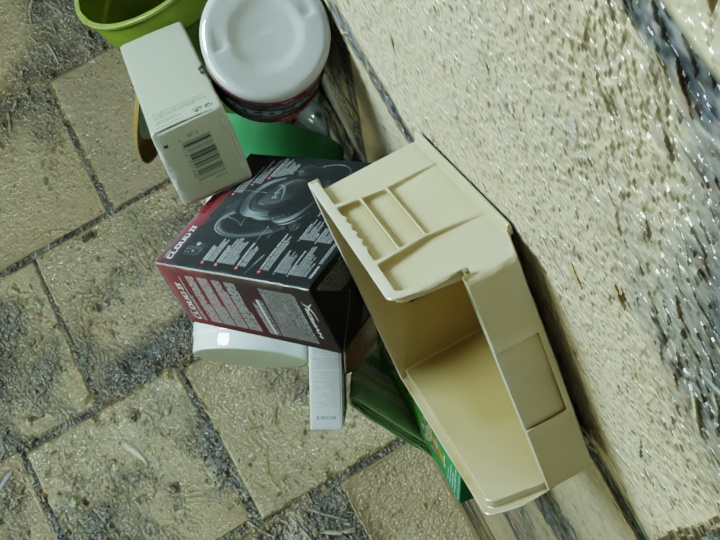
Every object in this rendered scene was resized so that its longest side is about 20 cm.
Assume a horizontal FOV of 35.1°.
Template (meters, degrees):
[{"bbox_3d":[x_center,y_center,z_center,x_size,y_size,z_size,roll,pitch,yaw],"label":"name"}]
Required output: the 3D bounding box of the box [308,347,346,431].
[{"bbox_3d":[-0.033,0.050,1.151,0.144,0.036,0.203,-72,-18,-87],"label":"box"}]

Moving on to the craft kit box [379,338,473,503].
[{"bbox_3d":[0.075,0.093,1.120,0.201,0.048,0.199,88,161,-49],"label":"craft kit box"}]

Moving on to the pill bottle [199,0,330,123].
[{"bbox_3d":[-0.087,-0.198,1.053,0.115,0.113,0.200,62,176,-2],"label":"pill bottle"}]

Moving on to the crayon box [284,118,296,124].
[{"bbox_3d":[-0.124,-0.199,1.447,0.051,0.127,0.201,13,148,26],"label":"crayon box"}]

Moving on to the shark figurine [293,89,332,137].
[{"bbox_3d":[-0.092,-0.195,1.355,0.129,0.089,0.214,63,174,-2],"label":"shark figurine"}]

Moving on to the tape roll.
[{"bbox_3d":[-0.119,-0.131,1.306,0.200,0.198,0.049,99,180,-83],"label":"tape roll"}]

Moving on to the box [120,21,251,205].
[{"bbox_3d":[-0.163,-0.148,1.045,0.201,0.068,0.083,-119,6,-51],"label":"box"}]

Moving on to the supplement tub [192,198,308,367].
[{"bbox_3d":[-0.110,-0.004,1.236,0.132,0.130,0.203,77,-164,-76],"label":"supplement tub"}]

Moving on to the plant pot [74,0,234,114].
[{"bbox_3d":[-0.167,-0.269,1.219,0.193,0.200,0.201,50,-174,-44],"label":"plant pot"}]

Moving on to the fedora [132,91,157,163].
[{"bbox_3d":[-0.221,-0.224,1.408,0.201,0.081,0.203,13,-90,-89],"label":"fedora"}]

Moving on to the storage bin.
[{"bbox_3d":[0.066,0.036,0.809,0.201,0.093,0.199,65,176,-32],"label":"storage bin"}]

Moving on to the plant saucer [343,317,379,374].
[{"bbox_3d":[0.000,0.000,1.117,0.200,0.036,0.203,-2,-90,-89],"label":"plant saucer"}]

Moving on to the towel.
[{"bbox_3d":[0.050,0.126,1.270,0.152,0.023,0.201,35,-155,-16],"label":"towel"}]

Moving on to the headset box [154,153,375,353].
[{"bbox_3d":[-0.065,-0.022,0.967,0.198,0.149,0.078,7,137,39],"label":"headset box"}]
